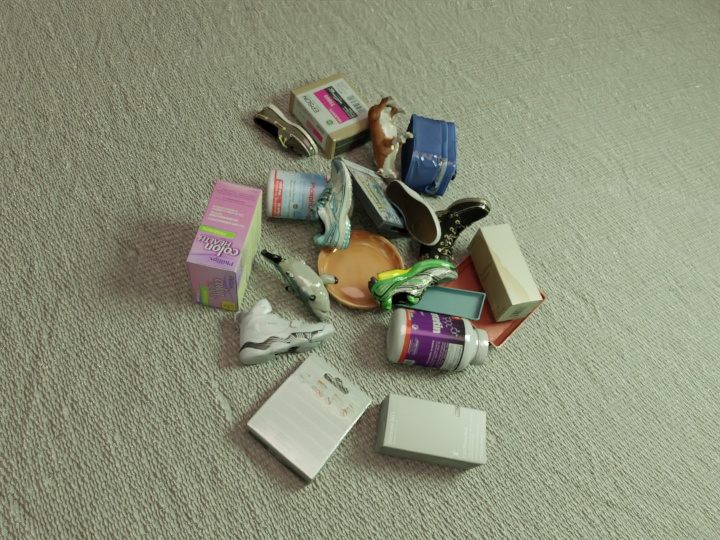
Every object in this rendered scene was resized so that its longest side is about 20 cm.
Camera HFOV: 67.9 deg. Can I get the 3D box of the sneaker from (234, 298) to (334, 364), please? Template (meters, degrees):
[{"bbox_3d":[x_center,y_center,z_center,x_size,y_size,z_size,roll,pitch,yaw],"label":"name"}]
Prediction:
[{"bbox_3d":[-0.158,0.112,1.095,0.199,0.075,0.115,-14,67,-15],"label":"sneaker"}]

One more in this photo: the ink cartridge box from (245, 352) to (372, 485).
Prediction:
[{"bbox_3d":[-0.098,0.281,1.037,0.162,0.050,0.200,37,52,11],"label":"ink cartridge box"}]

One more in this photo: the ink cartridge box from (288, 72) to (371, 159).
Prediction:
[{"bbox_3d":[-0.067,-0.412,1.415,0.164,0.075,0.200,-30,71,-26],"label":"ink cartridge box"}]

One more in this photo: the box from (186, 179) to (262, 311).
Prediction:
[{"bbox_3d":[-0.275,-0.049,1.106,0.096,0.176,0.201,12,60,-5],"label":"box"}]

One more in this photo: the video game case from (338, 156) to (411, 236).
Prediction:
[{"bbox_3d":[0.040,-0.171,1.261,0.180,0.025,0.200,6,47,-59],"label":"video game case"}]

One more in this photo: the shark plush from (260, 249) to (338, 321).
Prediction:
[{"bbox_3d":[-0.145,0.027,1.145,0.200,0.083,0.091,31,43,5],"label":"shark plush"}]

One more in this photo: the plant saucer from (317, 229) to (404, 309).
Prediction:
[{"bbox_3d":[0.000,0.000,1.214,0.199,0.037,0.201,5,61,-9],"label":"plant saucer"}]

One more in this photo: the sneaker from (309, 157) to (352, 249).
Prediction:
[{"bbox_3d":[-0.065,-0.144,1.166,0.086,0.078,0.201,-1,100,-14],"label":"sneaker"}]

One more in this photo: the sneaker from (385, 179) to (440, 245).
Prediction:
[{"bbox_3d":[0.140,-0.133,1.251,0.085,0.073,0.200,17,36,-50],"label":"sneaker"}]

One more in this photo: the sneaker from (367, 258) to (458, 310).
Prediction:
[{"bbox_3d":[0.121,0.037,1.153,0.199,0.078,0.085,-17,58,-11],"label":"sneaker"}]

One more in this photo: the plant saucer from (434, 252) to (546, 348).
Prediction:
[{"bbox_3d":[0.297,0.057,1.241,0.200,0.037,0.200,-37,73,-28],"label":"plant saucer"}]

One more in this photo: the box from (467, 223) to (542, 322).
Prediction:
[{"bbox_3d":[0.320,0.003,1.202,0.077,0.095,0.201,-8,61,-15],"label":"box"}]

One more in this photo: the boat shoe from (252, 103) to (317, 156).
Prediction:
[{"bbox_3d":[-0.191,-0.346,1.356,0.059,0.072,0.200,-40,71,-21],"label":"boat shoe"}]

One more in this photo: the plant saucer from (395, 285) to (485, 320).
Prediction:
[{"bbox_3d":[0.170,0.067,1.178,0.199,0.019,0.070,10,56,22],"label":"plant saucer"}]

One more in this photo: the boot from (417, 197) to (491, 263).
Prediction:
[{"bbox_3d":[0.206,-0.075,1.222,0.073,0.200,0.151,33,58,-34],"label":"boot"}]

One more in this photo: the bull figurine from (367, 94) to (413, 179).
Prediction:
[{"bbox_3d":[0.069,-0.330,1.324,0.065,0.121,0.201,-5,76,-44],"label":"bull figurine"}]

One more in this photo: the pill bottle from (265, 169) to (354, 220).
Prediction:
[{"bbox_3d":[-0.118,-0.172,1.247,0.199,0.109,0.109,4,60,-9],"label":"pill bottle"}]

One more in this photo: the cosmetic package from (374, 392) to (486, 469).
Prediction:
[{"bbox_3d":[0.134,0.312,1.034,0.199,0.090,0.107,12,62,-8],"label":"cosmetic package"}]

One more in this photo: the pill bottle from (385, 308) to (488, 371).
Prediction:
[{"bbox_3d":[0.158,0.147,1.117,0.199,0.113,0.113,9,59,-6],"label":"pill bottle"}]

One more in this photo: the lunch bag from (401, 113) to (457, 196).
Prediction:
[{"bbox_3d":[0.180,-0.285,1.355,0.132,0.136,0.201,7,59,-7],"label":"lunch bag"}]
